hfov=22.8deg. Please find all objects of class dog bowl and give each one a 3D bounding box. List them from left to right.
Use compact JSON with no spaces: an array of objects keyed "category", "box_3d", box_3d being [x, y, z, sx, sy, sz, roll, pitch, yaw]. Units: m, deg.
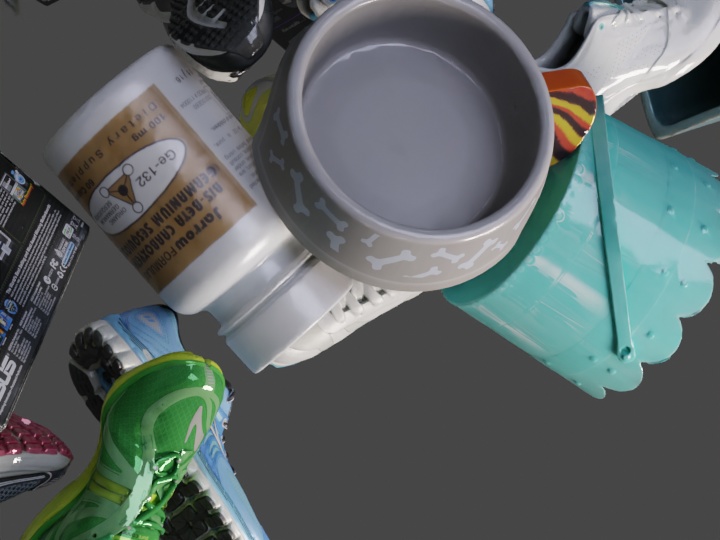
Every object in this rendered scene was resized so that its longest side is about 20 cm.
[{"category":"dog bowl","box_3d":[0.033,-0.091,1.132,0.198,0.059,0.202,5,70,-14]}]

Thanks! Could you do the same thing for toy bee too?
[{"category":"toy bee","box_3d":[0.060,-0.091,1.242,0.131,0.198,0.110,-60,158,-60]}]

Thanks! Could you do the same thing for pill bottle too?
[{"category":"pill bottle","box_3d":[-0.102,-0.037,1.163,0.200,0.114,0.114,49,55,-3]}]

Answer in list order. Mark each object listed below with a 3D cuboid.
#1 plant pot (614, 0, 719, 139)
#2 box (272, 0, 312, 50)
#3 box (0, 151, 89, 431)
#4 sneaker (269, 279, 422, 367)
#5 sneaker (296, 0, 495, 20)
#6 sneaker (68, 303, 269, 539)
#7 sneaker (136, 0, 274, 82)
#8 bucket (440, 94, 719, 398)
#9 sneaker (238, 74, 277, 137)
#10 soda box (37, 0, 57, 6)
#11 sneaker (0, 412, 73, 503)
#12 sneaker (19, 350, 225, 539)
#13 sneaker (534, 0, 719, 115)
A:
[{"category":"plant pot","box_3d":[0.355,-0.240,1.524,0.199,0.195,0.198,-11,84,-45]},{"category":"box","box_3d":[-0.035,-0.242,1.289,0.200,0.106,0.123,37,60,-22]},{"category":"box","box_3d":[-0.265,-0.018,1.055,0.193,0.047,0.201,39,33,-20]},{"category":"sneaker","box_3d":[0.000,0.000,1.266,0.199,0.081,0.077,-34,100,-35]},{"category":"sneaker","box_3d":[0.000,-0.199,1.207,0.199,0.075,0.087,26,82,-23]},{"category":"sneaker","box_3d":[-0.104,0.109,1.166,0.090,0.078,0.201,-32,97,-40]},{"category":"sneaker","box_3d":[-0.088,-0.162,1.187,0.074,0.200,0.080,-39,114,-1]},{"category":"bucket","box_3d":[0.161,-0.024,1.319,0.134,0.207,0.209,29,62,-21]},{"category":"sneaker","box_3d":[0.001,-0.072,1.293,0.198,0.076,0.106,9,73,-26]},{"category":"soda box","box_3d":[-0.251,-0.252,1.134,0.199,0.063,0.071,31,52,-40]},{"category":"sneaker","box_3d":[-0.262,0.132,1.054,0.199,0.080,0.075,-13,115,-39]},{"category":"sneaker","box_3d":[-0.134,0.136,1.070,0.074,0.201,0.084,16,25,-39]},{"category":"sneaker","box_3d":[0.208,-0.187,1.411,0.199,0.075,0.089,-36,126,-4]}]
